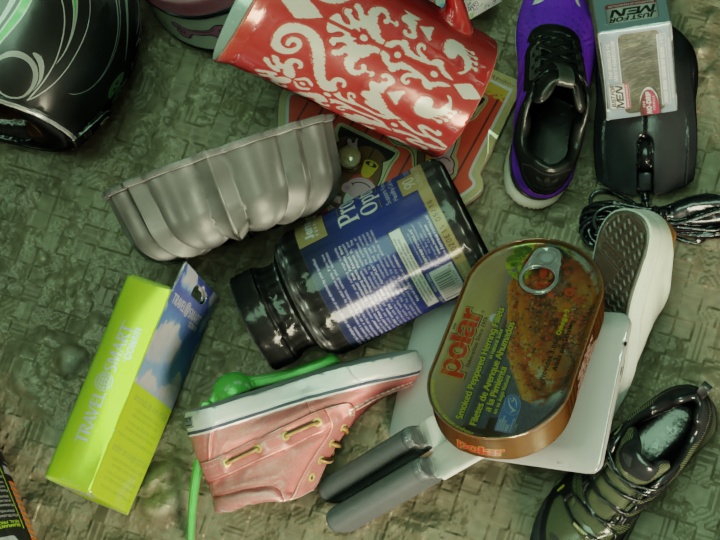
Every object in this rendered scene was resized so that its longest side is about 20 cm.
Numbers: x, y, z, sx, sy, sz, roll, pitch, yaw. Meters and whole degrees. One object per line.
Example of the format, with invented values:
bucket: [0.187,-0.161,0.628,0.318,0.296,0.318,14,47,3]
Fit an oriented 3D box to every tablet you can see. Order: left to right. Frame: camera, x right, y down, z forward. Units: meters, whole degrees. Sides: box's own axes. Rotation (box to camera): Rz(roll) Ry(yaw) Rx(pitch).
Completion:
tablet: [0.118,0.089,1.664,0.200,0.014,0.130,5,75,35]

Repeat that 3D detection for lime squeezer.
lime squeezer: [-0.106,0.132,1.724,0.071,0.038,0.200,40,82,-15]

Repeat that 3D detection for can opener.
can opener: [0.051,0.152,1.646,0.200,0.066,0.053,-32,60,31]

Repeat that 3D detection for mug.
mug: [0.008,-0.192,1.650,0.200,0.178,0.134,27,52,-12]

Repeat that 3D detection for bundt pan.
bundt pan: [-0.106,-0.060,1.691,0.202,0.202,0.076,-19,92,4]

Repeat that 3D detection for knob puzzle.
knob puzzle: [0.015,-0.111,1.765,0.219,0.030,0.220,-2,75,8]

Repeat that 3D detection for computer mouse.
computer mouse: [0.244,-0.122,1.721,0.138,0.053,0.200,-5,75,8]

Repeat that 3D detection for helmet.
helmet: [-0.284,-0.215,1.759,0.200,0.200,0.191,14,78,12]

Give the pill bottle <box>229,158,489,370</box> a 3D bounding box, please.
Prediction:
pill bottle: [0.000,0.000,1.693,0.200,0.112,0.112,-27,73,4]

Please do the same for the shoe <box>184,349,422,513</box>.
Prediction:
shoe: [-0.037,0.131,1.685,0.200,0.071,0.091,-17,91,-9]

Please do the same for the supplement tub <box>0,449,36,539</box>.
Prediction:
supplement tub: [-0.336,0.205,1.688,0.122,0.123,0.200,-25,72,1]

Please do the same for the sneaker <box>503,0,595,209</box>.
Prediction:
sneaker: [0.164,-0.157,1.713,0.069,0.100,0.200,6,78,-3]

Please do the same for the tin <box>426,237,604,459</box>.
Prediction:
tin: [0.121,0.059,1.596,0.112,0.042,0.200,12,53,17]

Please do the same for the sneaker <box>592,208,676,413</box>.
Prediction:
sneaker: [0.211,0.049,1.677,0.073,0.085,0.200,27,103,31]

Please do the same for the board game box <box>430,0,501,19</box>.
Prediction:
board game box: [0.016,-0.279,1.789,0.134,0.034,0.200,-29,63,0]

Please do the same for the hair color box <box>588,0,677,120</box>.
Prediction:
hair color box: [0.215,-0.229,1.691,0.061,0.099,0.200,-7,49,7]

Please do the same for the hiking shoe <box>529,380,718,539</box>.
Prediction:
hiking shoe: [0.201,0.160,1.628,0.076,0.101,0.200,39,84,16]

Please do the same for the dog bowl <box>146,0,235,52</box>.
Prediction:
dog bowl: [-0.120,-0.294,1.783,0.200,0.074,0.200,-8,71,25]

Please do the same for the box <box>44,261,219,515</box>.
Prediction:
box: [-0.184,0.093,1.694,0.048,0.122,0.200,19,79,14]
